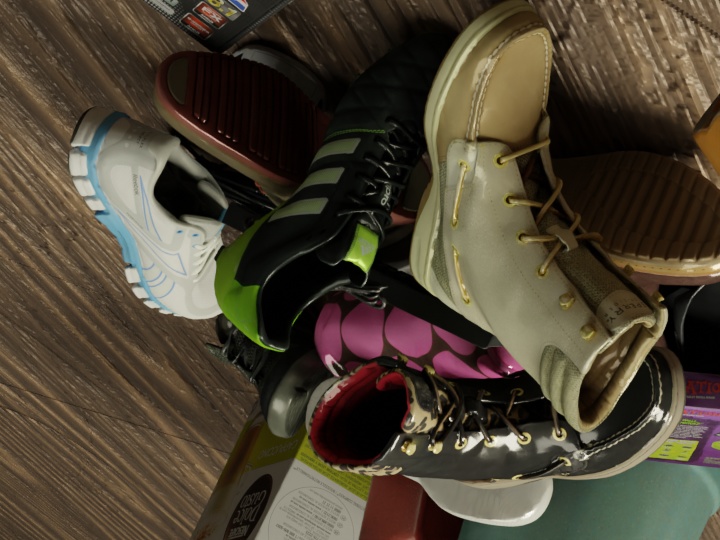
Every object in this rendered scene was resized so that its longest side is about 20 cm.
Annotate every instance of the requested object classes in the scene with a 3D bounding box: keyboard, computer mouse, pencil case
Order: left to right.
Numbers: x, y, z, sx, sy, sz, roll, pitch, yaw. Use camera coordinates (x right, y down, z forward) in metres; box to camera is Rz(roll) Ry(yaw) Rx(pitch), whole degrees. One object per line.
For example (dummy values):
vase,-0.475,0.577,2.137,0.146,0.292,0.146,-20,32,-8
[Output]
computer mouse,-0.079,-0.085,1.054,0.109,0.044,0.200,30,156,-4
keyboard,0.000,0.000,0.981,0.199,0.021,0.127,25,-171,24
pencil case,0.057,0.048,1.134,0.093,0.091,0.199,37,157,-29

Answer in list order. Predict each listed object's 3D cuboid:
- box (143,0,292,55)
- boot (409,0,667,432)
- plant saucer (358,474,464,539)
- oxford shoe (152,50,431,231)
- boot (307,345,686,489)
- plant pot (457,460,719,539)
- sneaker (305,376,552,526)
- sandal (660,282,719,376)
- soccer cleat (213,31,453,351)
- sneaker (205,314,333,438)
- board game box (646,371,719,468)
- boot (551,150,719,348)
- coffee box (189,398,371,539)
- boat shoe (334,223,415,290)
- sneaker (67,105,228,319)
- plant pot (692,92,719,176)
box,-0.113,-0.209,0.837,0.199,0.045,0.160,36,156,-19
boot,0.098,-0.026,0.840,0.155,0.072,0.201,47,144,35
plant saucer,0.083,0.179,1.245,0.036,0.201,0.200,-14,136,34
oxford shoe,-0.050,-0.065,0.960,0.199,0.071,0.075,27,145,-32
boot,0.078,0.085,0.954,0.150,0.074,0.199,11,159,-39
plant pot,0.160,0.181,1.159,0.199,0.197,0.201,22,155,11
sneaker,0.060,0.125,1.122,0.199,0.076,0.088,20,175,37
sandal,0.220,0.029,0.978,0.076,0.043,0.201,23,156,9
soccer cleat,-0.002,-0.041,0.887,0.067,0.200,0.081,33,-171,-41
sneaker,-0.076,0.068,1.258,0.114,0.077,0.199,31,-171,1
board game box,0.257,0.101,1.030,0.198,0.033,0.120,6,161,3
boot,0.162,0.004,0.950,0.199,0.073,0.167,17,153,44
coffee box,-0.020,0.235,1.445,0.199,0.199,0.199,33,155,-14
boat shoe,-0.017,-0.006,1.115,0.199,0.067,0.057,-8,124,48
sneaker,-0.120,-0.027,1.085,0.086,0.075,0.200,11,151,29
plant pot,0.246,-0.042,0.657,0.183,0.200,0.200,43,156,2
